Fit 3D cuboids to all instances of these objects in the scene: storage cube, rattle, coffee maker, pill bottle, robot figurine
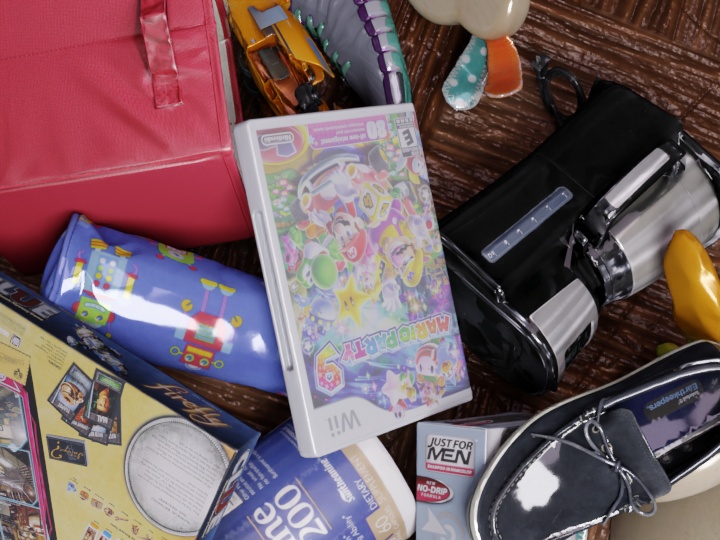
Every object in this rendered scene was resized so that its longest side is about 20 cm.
[{"bbox_3d":[-0.172,-0.113,0.765,0.177,0.200,0.173,-9,75,-1],"label":"storage cube"},{"bbox_3d":[0.170,0.093,0.770,0.198,0.143,0.131,-27,35,16],"label":"rattle"},{"bbox_3d":[0.137,-0.034,0.841,0.199,0.136,0.192,-37,43,-17],"label":"coffee maker"},{"bbox_3d":[0.111,-0.224,0.907,0.129,0.142,0.202,-30,76,26],"label":"rattle"},{"bbox_3d":[-0.068,0.181,0.740,0.199,0.111,0.111,-35,81,-16],"label":"pill bottle"},{"bbox_3d":[-0.033,-0.106,0.817,0.058,0.145,0.201,-27,69,-7],"label":"robot figurine"}]

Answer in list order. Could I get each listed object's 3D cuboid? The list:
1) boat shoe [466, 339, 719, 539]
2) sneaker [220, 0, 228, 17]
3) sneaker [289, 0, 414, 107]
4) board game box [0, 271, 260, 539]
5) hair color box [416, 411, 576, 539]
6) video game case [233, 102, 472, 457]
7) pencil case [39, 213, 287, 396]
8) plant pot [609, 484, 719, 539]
[{"bbox_3d":[0.150,0.107,0.677,0.199,0.062,0.075,-30,98,-7],"label":"boat shoe"},{"bbox_3d":[-0.141,-0.229,0.837,0.115,0.074,0.200,41,41,4],"label":"sneaker"},{"bbox_3d":[-0.015,-0.180,0.889,0.086,0.074,0.202,-15,69,6],"label":"sneaker"},{"bbox_3d":[-0.171,0.103,0.660,0.199,0.035,0.137,30,108,12],"label":"board game box"},{"bbox_3d":[0.089,0.197,0.740,0.098,0.060,0.203,2,88,-45],"label":"hair color box"},{"bbox_3d":[0.000,0.000,0.721,0.142,0.018,0.203,-13,92,-42],"label":"video game case"},{"bbox_3d":[-0.104,0.027,0.733,0.198,0.087,0.079,17,107,-19],"label":"pencil case"},{"bbox_3d":[0.289,0.190,0.782,0.198,0.135,0.203,3,74,-9],"label":"plant pot"}]
